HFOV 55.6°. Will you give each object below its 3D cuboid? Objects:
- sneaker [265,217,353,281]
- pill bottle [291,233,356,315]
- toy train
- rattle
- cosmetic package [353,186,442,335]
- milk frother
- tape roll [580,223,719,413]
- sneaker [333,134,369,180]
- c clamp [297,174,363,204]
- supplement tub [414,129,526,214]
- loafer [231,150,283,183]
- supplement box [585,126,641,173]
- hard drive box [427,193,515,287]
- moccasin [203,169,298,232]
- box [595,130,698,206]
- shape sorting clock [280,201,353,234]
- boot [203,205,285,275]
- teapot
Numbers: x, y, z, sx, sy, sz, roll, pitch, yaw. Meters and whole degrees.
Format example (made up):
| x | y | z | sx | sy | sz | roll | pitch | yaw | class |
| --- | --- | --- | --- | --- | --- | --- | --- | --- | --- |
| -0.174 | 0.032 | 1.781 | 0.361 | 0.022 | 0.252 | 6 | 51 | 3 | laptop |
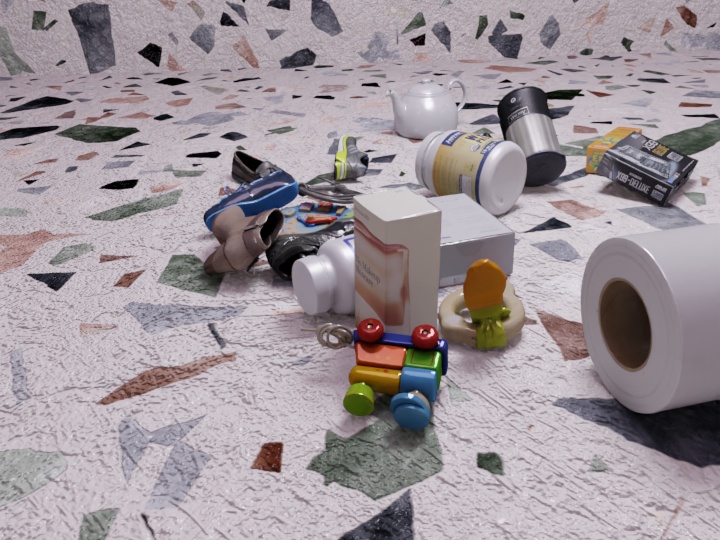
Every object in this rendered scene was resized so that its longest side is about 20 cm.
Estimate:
| x | y | z | sx | sy | sz | roll | pitch | yaw | class |
| --- | --- | --- | --- | --- | --- | --- | --- | --- | --- |
| -0.056 | -0.028 | 1.141 | 0.195 | 0.078 | 0.115 | -11 | 29 | -12 | sneaker |
| 0.000 | 0.000 | 1.035 | 0.197 | 0.114 | 0.112 | -18 | 30 | -27 | pill bottle |
| 0.003 | 0.126 | 0.832 | 0.196 | 0.086 | 0.117 | 5 | 40 | 14 | toy train |
| 0.177 | 0.009 | 0.984 | 0.128 | 0.145 | 0.200 | -8 | 26 | 33 | rattle |
| 0.047 | 0.003 | 0.923 | 0.086 | 0.204 | 0.103 | -12 | 27 | -22 | cosmetic package |
| 0.390 | -0.270 | 1.541 | 0.197 | 0.180 | 0.192 | 16 | 54 | -31 | milk frother |
| 0.368 | 0.054 | 0.800 | 0.136 | 0.207 | 0.203 | -7 | 26 | -12 | tape roll |
| -0.019 | -0.264 | 1.630 | 0.079 | 0.075 | 0.201 | 8 | 33 | -1 | sneaker |
| -0.064 | -0.163 | 1.425 | 0.168 | 0.028 | 0.199 | 20 | 16 | 20 | c clamp |
| 0.222 | -0.205 | 1.394 | 0.143 | 0.147 | 0.198 | -24 | 34 | -38 | supplement tub |
| -0.230 | -0.226 | 1.558 | 0.198 | 0.064 | 0.071 | 20 | 34 | 38 | loafer |
| 0.600 | -0.283 | 1.612 | 0.066 | 0.070 | 0.199 | 15 | 33 | 35 | supplement box |
| 0.152 | -0.058 | 1.179 | 0.152 | 0.078 | 0.200 | -9 | 27 | -13 | hard drive box |
| -0.218 | -0.135 | 1.339 | 0.197 | 0.081 | 0.069 | -23 | 56 | -21 | moccasin |
| 0.614 | -0.222 | 1.460 | 0.157 | 0.050 | 0.199 | 34 | 41 | 24 | box |
| -0.095 | -0.086 | 1.296 | 0.195 | 0.040 | 0.201 | -2 | 26 | 1 | shape sorting clock |
| -0.191 | -0.069 | 1.174 | 0.144 | 0.070 | 0.202 | -25 | 36 | 28 | boot |
| 0.187 | -0.460 | 1.905 | 0.193 | 0.149 | 0.200 | 7 | 27 | 17 | teapot |
